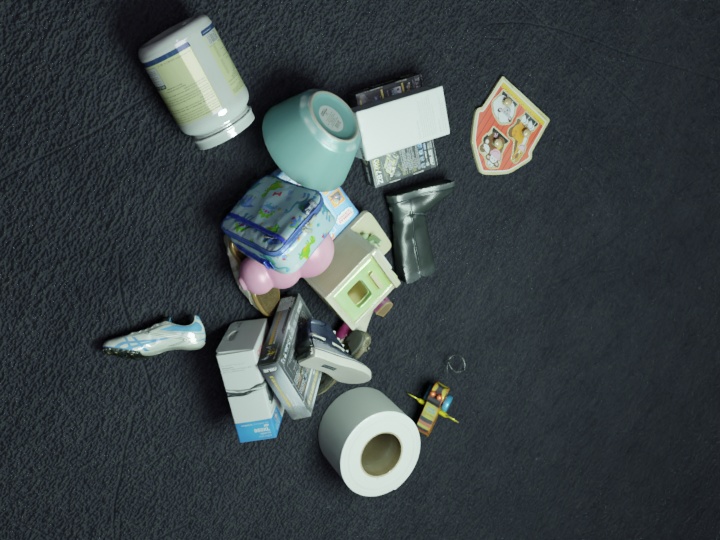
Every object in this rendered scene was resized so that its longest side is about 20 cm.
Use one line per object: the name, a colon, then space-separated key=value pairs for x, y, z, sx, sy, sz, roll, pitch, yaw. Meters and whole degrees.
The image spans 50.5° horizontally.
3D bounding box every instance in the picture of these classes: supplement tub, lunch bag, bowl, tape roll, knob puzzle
supplement tub: x=-0.289 y=-0.336 z=1.369 sx=0.144 sy=0.145 sz=0.202 roll=-34 pitch=116 yaw=-13
lunch bag: x=-0.156 y=-0.087 z=1.422 sx=0.161 sy=0.199 sz=0.083 roll=-50 pitch=136 yaw=-15
bowl: x=-0.077 y=-0.264 z=1.454 sx=0.199 sy=0.204 sz=0.105 roll=24 pitch=138 yaw=-30
tape roll: x=0.019 y=0.385 z=1.725 sx=0.199 sy=0.139 sz=0.207 roll=-7 pitch=106 yaw=-24
knob puzzle: x=0.332 y=-0.308 z=1.743 sx=0.216 sy=0.030 sz=0.224 roll=-8 pitch=108 yaw=-24

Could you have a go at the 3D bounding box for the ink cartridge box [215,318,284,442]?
ink cartridge box: x=-0.218 y=0.220 z=1.550 sx=0.082 sy=0.145 sz=0.204 roll=-9 pitch=111 yaw=7

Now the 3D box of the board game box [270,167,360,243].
board game box: x=-0.106 y=-0.134 z=1.576 sx=0.151 sy=0.037 sz=0.201 roll=-42 pitch=117 yaw=-9

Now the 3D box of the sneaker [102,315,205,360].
sneaker: x=-0.405 y=0.131 z=1.498 sx=0.196 sy=0.072 sz=0.074 roll=-7 pitch=73 yaw=-17

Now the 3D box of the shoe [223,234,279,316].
shoe: x=-0.222 y=0.005 z=1.557 sx=0.070 sy=0.053 sz=0.203 roll=-43 pitch=124 yaw=-35

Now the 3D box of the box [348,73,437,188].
box: x=0.071 y=-0.295 z=1.611 sx=0.159 sy=0.049 sz=0.203 roll=-22 pitch=113 yaw=-20

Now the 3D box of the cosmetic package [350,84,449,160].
cosmetic package: x=0.077 y=-0.301 z=1.545 sx=0.197 sy=0.074 sz=0.104 roll=-19 pitch=110 yaw=-17

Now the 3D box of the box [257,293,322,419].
box: x=-0.133 y=0.173 z=1.560 sx=0.047 sy=0.202 sz=0.160 roll=-12 pitch=127 yaw=21

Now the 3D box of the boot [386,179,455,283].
boot: x=0.145 y=-0.088 z=1.693 sx=0.162 sy=0.066 sz=0.204 roll=-15 pitch=107 yaw=-12

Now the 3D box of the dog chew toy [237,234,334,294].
dog chew toy: x=-0.151 y=-0.023 z=1.498 sx=0.198 sy=0.124 sz=0.126 roll=-31 pitch=115 yaw=-14

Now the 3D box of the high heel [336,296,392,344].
high heel: x=-0.022 y=0.101 z=1.688 sx=0.200 sy=0.096 sz=0.067 roll=-47 pitch=147 yaw=17

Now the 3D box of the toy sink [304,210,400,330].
toy sink: x=0.000 y=0.000 z=1.603 sx=0.200 sy=0.112 sz=0.131 roll=-45 pitch=135 yaw=-7

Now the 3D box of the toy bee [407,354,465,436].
toy bee: x=0.170 y=0.302 z=1.792 sx=0.128 sy=0.108 sz=0.204 roll=5 pitch=96 yaw=19

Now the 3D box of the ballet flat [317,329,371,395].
ballet flat: x=-0.045 y=0.204 z=1.658 sx=0.046 sy=0.068 sz=0.200 roll=22 pitch=118 yaw=-43

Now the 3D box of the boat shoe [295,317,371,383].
boat shoe: x=-0.051 y=0.164 z=1.567 sx=0.074 sy=0.094 sz=0.199 roll=-25 pitch=143 yaw=31
